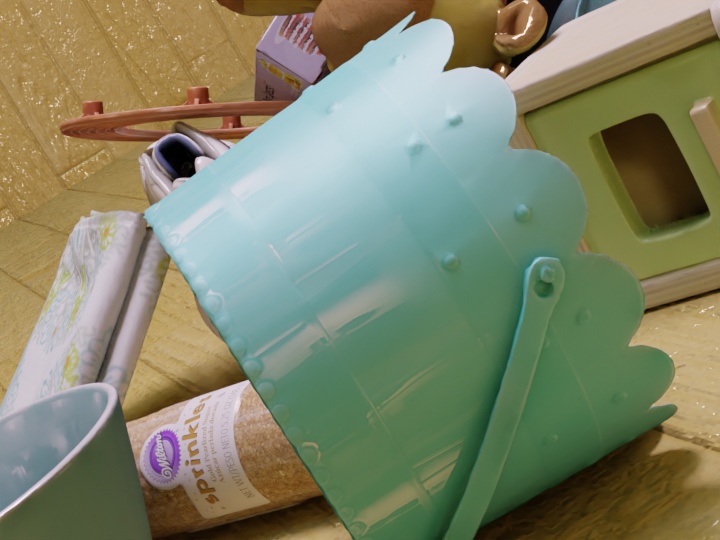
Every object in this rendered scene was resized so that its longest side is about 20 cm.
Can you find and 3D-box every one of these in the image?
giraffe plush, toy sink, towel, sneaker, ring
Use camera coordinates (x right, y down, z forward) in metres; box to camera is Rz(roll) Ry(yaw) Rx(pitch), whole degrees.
[{"bbox_3d":[0.022,-0.148,0.901,0.199,0.163,0.173,0,-36,-12],"label":"giraffe plush"},{"bbox_3d":[0.182,-0.075,0.776,0.199,0.131,0.112,-18,17,39],"label":"toy sink"},{"bbox_3d":[-0.186,0.056,1.066,0.171,0.048,0.201,2,73,70],"label":"towel"},{"bbox_3d":[-0.096,-0.058,0.994,0.075,0.087,0.200,-46,27,-7],"label":"sneaker"},{"bbox_3d":[-0.092,-0.099,1.047,0.199,0.019,0.200,-3,1,0],"label":"ring"}]

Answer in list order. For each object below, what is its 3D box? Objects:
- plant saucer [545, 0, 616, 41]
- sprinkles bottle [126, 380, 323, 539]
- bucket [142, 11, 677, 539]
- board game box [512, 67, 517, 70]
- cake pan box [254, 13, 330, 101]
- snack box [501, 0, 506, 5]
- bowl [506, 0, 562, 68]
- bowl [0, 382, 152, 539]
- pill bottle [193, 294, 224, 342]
[{"bbox_3d":[0.201,-0.138,0.934,0.199,0.027,0.201,-9,52,11],"label":"plant saucer"},{"bbox_3d":[-0.076,0.096,0.836,0.199,0.068,0.068,-20,16,37],"label":"sprinkles bottle"},{"bbox_3d":[0.017,0.016,0.655,0.134,0.208,0.207,-33,13,-5],"label":"bucket"},{"bbox_3d":[0.068,-0.064,1.019,0.028,0.136,0.200,11,8,-9],"label":"board game box"},{"bbox_3d":[-0.002,-0.202,1.134,0.200,0.052,0.184,-57,3,-5],"label":"cake pan box"},{"bbox_3d":[0.030,-0.097,0.955,0.072,0.024,0.201,-5,49,31],"label":"snack box"},{"bbox_3d":[0.115,-0.166,1.105,0.200,0.201,0.039,-15,16,49],"label":"bowl"},{"bbox_3d":[-0.174,0.150,0.766,0.200,0.105,0.201,-29,14,8],"label":"bowl"},{"bbox_3d":[-0.035,-0.024,1.107,0.111,0.112,0.200,-23,15,28],"label":"pill bottle"}]
